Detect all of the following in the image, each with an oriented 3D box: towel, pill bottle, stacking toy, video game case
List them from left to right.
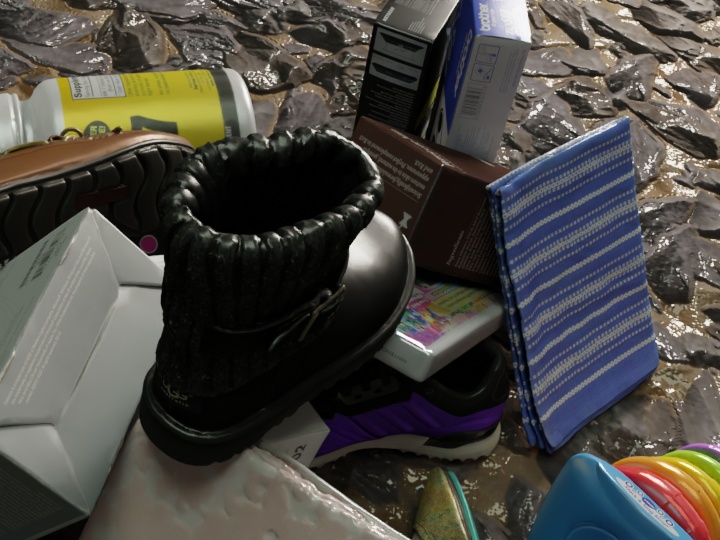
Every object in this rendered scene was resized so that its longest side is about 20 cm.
[{"bbox_3d":[-0.185,-0.089,0.856,0.198,0.115,0.115,-7,48,-18],"label":"pill bottle"},{"bbox_3d":[-0.064,0.185,0.586,0.199,0.192,0.032,31,13,18],"label":"towel"},{"bbox_3d":[0.000,0.000,0.749,0.181,0.024,0.200,29,18,17],"label":"video game case"},{"bbox_3d":[0.155,0.011,0.792,0.144,0.202,0.024,-27,26,-33],"label":"towel"},{"bbox_3d":[0.214,0.155,0.732,0.199,0.110,0.116,-17,49,-40],"label":"stacking toy"}]

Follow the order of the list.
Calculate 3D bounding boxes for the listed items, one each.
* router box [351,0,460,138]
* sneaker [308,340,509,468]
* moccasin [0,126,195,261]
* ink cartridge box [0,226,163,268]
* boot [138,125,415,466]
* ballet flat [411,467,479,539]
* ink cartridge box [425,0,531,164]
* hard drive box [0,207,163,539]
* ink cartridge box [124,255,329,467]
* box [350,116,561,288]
[{"bbox_3d":[0.055,-0.187,0.972,0.052,0.158,0.201,21,45,8],"label":"router box"},{"bbox_3d":[0.006,0.073,0.750,0.198,0.100,0.070,-1,45,-14],"label":"sneaker"},{"bbox_3d":[-0.184,-0.053,0.720,0.077,0.074,0.201,26,34,31],"label":"moccasin"},{"bbox_3d":[-0.220,0.006,0.778,0.198,0.037,0.096,-10,94,-19],"label":"ink cartridge box"},{"bbox_3d":[-0.024,-0.012,0.562,0.079,0.159,0.211,30,43,15],"label":"boot"},{"bbox_3d":[0.059,0.206,0.665,0.070,0.071,0.201,-8,49,-19],"label":"ballet flat"},{"bbox_3d":[0.084,-0.124,0.886,0.044,0.201,0.095,7,45,-6],"label":"ink cartridge box"},{"bbox_3d":[-0.208,0.077,0.631,0.077,0.199,0.157,44,40,-26],"label":"hard drive box"},{"bbox_3d":[-0.095,0.098,0.687,0.067,0.116,0.200,-5,45,-44],"label":"ink cartridge box"},{"bbox_3d":[0.084,-0.038,0.810,0.199,0.076,0.100,11,18,-41],"label":"box"}]
